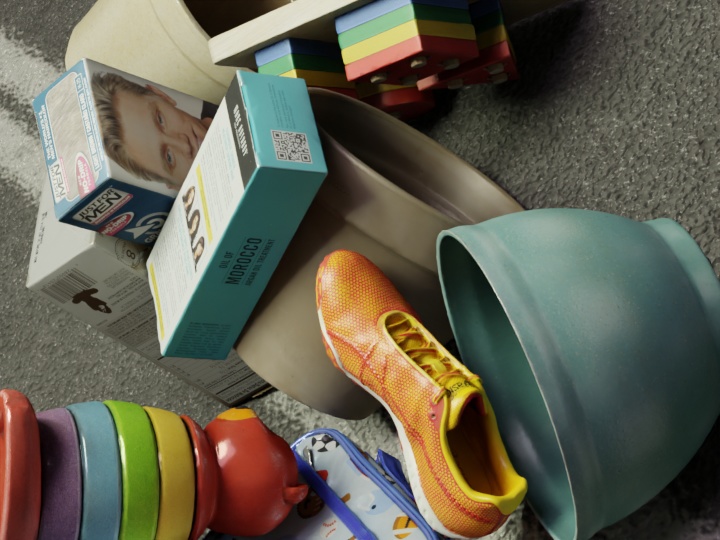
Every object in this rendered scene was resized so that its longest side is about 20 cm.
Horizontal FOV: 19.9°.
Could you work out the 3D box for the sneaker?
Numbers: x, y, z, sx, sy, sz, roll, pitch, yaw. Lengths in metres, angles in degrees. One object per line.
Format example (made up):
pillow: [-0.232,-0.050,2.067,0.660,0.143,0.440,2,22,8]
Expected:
sneaker: [0.042,0.068,1.273,0.073,0.201,0.077,-25,-13,-41]

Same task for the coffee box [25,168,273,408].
coffee box: [-0.139,0.000,1.511,0.080,0.200,0.115,-30,42,34]

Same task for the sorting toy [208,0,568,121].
sorting toy: [0.029,-0.161,1.510,0.199,0.198,0.070,-19,80,37]

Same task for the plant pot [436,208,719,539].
plant pot: [0.145,0.047,1.222,0.133,0.201,0.201,-21,38,-8]

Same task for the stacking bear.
stacking bear: [-0.135,0.131,1.301,0.121,0.199,0.115,174,96,-70]

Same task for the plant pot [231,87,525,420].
plant pot: [0.000,0.000,1.408,0.174,0.199,0.200,-59,35,14]

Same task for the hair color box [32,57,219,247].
hair color box: [-0.130,-0.069,1.448,0.060,0.199,0.101,-34,58,31]

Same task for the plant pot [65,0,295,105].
plant pot: [-0.144,-0.197,1.720,0.183,0.200,0.201,-32,39,38]

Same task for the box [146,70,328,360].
box: [-0.085,-0.032,1.349,0.200,0.049,0.083,121,145,-45]

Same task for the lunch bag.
lunch bag: [-0.019,0.195,1.336,0.160,0.076,0.200,-47,38,0]
